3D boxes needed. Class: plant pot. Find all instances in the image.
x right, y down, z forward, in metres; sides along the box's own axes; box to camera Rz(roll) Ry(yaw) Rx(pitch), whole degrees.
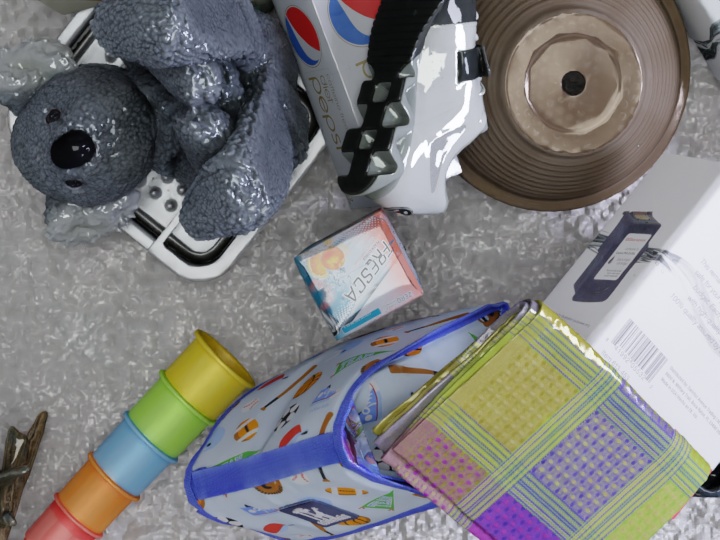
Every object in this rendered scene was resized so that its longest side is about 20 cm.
[{"bbox_3d":[0.141,-0.137,1.575,0.200,0.093,0.202,-1,100,-5],"label":"plant pot"}]

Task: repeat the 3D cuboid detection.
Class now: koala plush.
[{"bbox_3d":[-0.153,-0.102,1.535,0.199,0.184,0.178,-20,103,21],"label":"koala plush"}]

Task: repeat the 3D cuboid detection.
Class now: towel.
[{"bbox_3d":[0.119,0.117,1.436,0.144,0.023,0.200,-44,117,10],"label":"towel"}]

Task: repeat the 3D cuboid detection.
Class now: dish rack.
[{"bbox_3d":[-0.135,-0.110,1.617,0.200,0.044,0.172,38,92,-1],"label":"dish rack"}]

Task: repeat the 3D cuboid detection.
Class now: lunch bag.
[{"bbox_3d":[-0.001,0.111,1.518,0.170,0.200,0.124,-20,89,43],"label":"lunch bag"}]

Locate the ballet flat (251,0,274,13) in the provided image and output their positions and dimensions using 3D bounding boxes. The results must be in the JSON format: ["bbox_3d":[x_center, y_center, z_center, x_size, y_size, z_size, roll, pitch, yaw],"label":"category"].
[{"bbox_3d":[-0.098,-0.281,1.602,0.067,0.064,0.201,-18,91,0],"label":"ballet flat"}]

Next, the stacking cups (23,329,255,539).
[{"bbox_3d":[-0.164,0.134,1.622,0.060,0.061,0.200,43,96,-1],"label":"stacking cups"}]

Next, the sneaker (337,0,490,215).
[{"bbox_3d":[0.053,-0.133,1.528,0.088,0.074,0.201,20,86,-33],"label":"sneaker"}]

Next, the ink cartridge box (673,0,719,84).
[{"bbox_3d":[0.314,-0.186,1.592,0.146,0.083,0.201,-33,91,-3],"label":"ink cartridge box"}]

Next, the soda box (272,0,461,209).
[{"bbox_3d":[-0.002,-0.147,1.569,0.068,0.064,0.201,-25,100,-25],"label":"soda box"}]

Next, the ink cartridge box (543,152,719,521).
[{"bbox_3d":[0.210,0.042,1.515,0.200,0.084,0.145,-50,117,-11],"label":"ink cartridge box"}]

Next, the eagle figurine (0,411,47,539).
[{"bbox_3d":[-0.337,0.150,1.584,0.199,0.152,0.152,16,112,-5],"label":"eagle figurine"}]

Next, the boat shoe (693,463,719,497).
[{"bbox_3d":[0.218,0.070,1.611,0.074,0.062,0.201,-18,92,-1],"label":"boat shoe"}]

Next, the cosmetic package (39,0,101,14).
[{"bbox_3d":[-0.147,-0.252,1.538,0.199,0.071,0.106,-11,65,33],"label":"cosmetic package"}]

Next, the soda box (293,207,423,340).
[{"bbox_3d":[0.000,0.000,1.540,0.068,0.200,0.064,-28,91,2],"label":"soda box"}]
